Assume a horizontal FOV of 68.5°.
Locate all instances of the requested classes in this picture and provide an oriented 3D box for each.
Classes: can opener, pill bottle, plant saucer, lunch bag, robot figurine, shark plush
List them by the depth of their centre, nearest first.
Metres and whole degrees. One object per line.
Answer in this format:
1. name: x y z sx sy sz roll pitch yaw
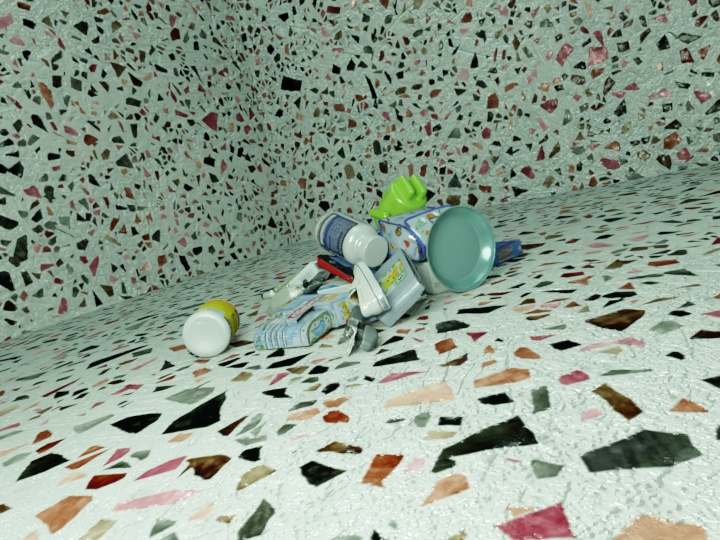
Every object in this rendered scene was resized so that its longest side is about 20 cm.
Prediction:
1. can opener: 0.002 0.121 1.051 0.067 0.054 0.200 19 10 1
2. plant saucer: 0.229 -0.051 1.241 0.199 0.201 0.036 -18 10 -26
3. pill bottle: -0.355 0.132 1.283 0.109 0.110 0.200 -14 9 -2
4. lunch bag: 0.166 -0.093 1.339 0.170 0.124 0.200 -19 21 -24
5. pill bottle: -0.022 -0.079 1.395 0.111 0.111 0.200 -19 31 -34
6. shark plush: -0.182 0.063 1.420 0.200 0.091 0.083 -43 -28 15
7. robot figurine: 0.112 -0.176 1.497 0.175 0.116 0.200 -11 -33 -34

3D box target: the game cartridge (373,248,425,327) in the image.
1. game cartridge: 0.069 0.038 1.162 0.133 0.040 0.200 -50 20 13

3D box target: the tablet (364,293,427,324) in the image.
1. tablet: 0.049 0.089 1.250 0.200 0.014 0.130 -21 11 -34

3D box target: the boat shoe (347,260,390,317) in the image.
1. boat shoe: 0.003 0.042 1.128 0.070 0.071 0.200 -27 28 -2

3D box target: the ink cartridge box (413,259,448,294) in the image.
1. ink cartridge box: 0.196 -0.005 1.389 0.145 0.083 0.200 -17 9 -20

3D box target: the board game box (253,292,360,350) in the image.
1. board game box: -0.110 0.105 1.188 0.199 0.062 0.200 -11 13 31

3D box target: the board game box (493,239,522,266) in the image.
1. board game box: 0.344 -0.045 1.544 0.152 0.045 0.200 -20 10 -36

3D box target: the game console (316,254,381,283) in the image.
1. game console: 0.000 0.000 1.389 0.200 0.031 0.177 5 13 -42

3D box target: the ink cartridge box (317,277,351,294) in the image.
1. ink cartridge box: -0.042 0.056 1.424 0.116 0.067 0.200 -12 8 5

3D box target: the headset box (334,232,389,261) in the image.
1. headset box: 0.025 -0.068 1.636 0.200 0.075 0.148 -8 11 40

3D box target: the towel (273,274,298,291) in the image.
1. towel: -0.180 0.041 1.609 0.200 0.037 0.148 -26 -13 -25

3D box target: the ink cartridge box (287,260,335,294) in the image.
1. ink cartridge box: -0.123 0.027 1.519 0.198 0.043 0.200 -42 -14 35

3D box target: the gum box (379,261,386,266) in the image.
1. gum box: 0.078 0.003 1.573 0.113 0.066 0.200 -19 10 -29
